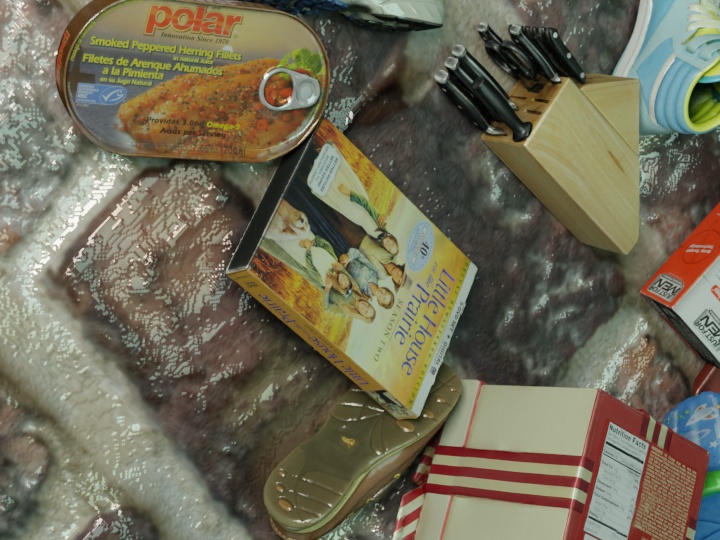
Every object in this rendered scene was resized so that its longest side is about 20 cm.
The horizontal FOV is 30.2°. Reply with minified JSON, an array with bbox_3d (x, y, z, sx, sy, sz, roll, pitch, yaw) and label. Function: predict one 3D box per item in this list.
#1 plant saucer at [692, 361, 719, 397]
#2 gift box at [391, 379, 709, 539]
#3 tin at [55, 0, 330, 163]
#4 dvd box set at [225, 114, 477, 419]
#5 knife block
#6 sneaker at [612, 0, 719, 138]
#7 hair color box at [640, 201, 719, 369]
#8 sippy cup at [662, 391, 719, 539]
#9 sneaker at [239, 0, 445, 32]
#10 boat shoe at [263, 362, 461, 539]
[{"bbox_3d":[0.421,0.100,1.323,0.200,0.037,0.200,-51,122,-11],"label":"plant saucer"},{"bbox_3d":[0.146,0.203,1.090,0.184,0.186,0.202,34,68,-34],"label":"gift box"},{"bbox_3d":[-0.115,-0.137,0.936,0.198,0.042,0.113,1,116,-31],"label":"tin"},{"bbox_3d":[0.000,0.000,1.024,0.200,0.029,0.147,43,58,-30],"label":"dvd box set"},{"bbox_3d":[0.144,-0.104,1.095,0.174,0.064,0.202,-11,107,-28],"label":"knife block"},{"bbox_3d":[0.293,-0.202,1.122,0.079,0.130,0.202,17,92,-31],"label":"sneaker"},{"bbox_3d":[0.363,-0.017,1.225,0.200,0.061,0.101,-47,115,-3],"label":"hair color box"},{"bbox_3d":[0.327,0.187,1.212,0.176,0.131,0.140,-4,132,9],"label":"sippy cup"},{"bbox_3d":[-0.023,-0.229,0.971,0.199,0.077,0.086,4,89,-39],"label":"sneaker"},{"bbox_3d":[0.002,0.146,1.072,0.200,0.072,0.068,-39,151,-27],"label":"boat shoe"}]
